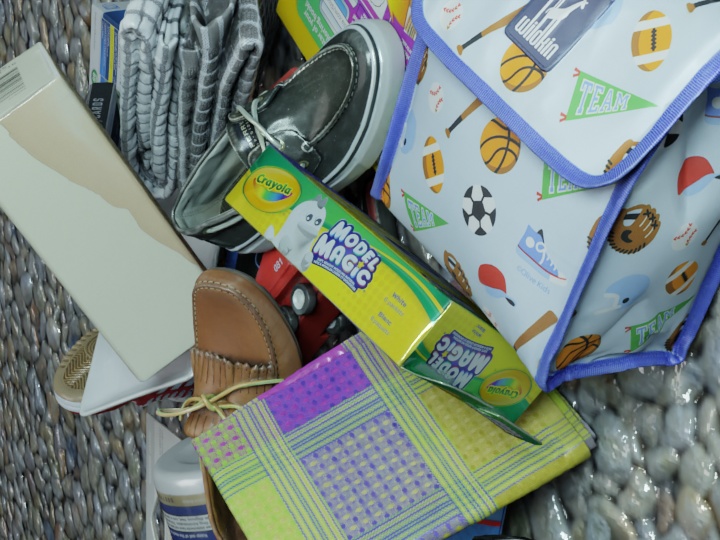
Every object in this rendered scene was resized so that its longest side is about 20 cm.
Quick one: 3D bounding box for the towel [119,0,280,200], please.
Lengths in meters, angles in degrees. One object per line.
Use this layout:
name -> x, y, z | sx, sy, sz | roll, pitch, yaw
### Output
towel -> -0.098, -0.158, 0.996 | 0.200, 0.085, 0.166 | 105, 178, -58

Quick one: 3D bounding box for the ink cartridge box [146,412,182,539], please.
ink cartridge box -> -0.128, 0.238, 1.272 | 0.176, 0.045, 0.201 | 28, 121, 54

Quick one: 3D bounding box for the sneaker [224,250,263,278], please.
sneaker -> -0.068, 0.046, 1.094 | 0.078, 0.070, 0.201 | 44, 134, 53

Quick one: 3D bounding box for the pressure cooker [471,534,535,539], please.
pressure cooker -> 0.097, 0.250, 0.752 | 0.200, 0.178, 0.177 | 31, 120, 54

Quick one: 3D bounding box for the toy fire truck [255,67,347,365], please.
toy fire truck -> -0.051, -0.021, 0.988 | 0.200, 0.049, 0.141 | -50, 53, 40

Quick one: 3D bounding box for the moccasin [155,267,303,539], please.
moccasin -> -0.081, 0.092, 0.944 | 0.073, 0.078, 0.202 | 18, 125, 24

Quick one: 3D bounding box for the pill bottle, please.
pill bottle -> -0.072, 0.218, 1.089 | 0.111, 0.111, 0.201 | 5, 114, 60

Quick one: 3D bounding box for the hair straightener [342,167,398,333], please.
hair straightener -> 0.000, 0.000, 0.991 | 0.077, 0.041, 0.201 | -26, 75, 59

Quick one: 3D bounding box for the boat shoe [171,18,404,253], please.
boat shoe -> -0.047, -0.072, 0.886 | 0.200, 0.071, 0.072 | -50, 54, 39

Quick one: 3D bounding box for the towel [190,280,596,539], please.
towel -> 0.020, 0.097, 0.846 | 0.144, 0.200, 0.023 | 53, 168, 35

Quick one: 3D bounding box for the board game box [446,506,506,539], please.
board game box -> 0.009, 0.182, 0.931 | 0.037, 0.151, 0.201 | -66, -15, -65

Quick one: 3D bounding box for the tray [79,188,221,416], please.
tray -> -0.139, 0.013, 1.074 | 0.107, 0.022, 0.201 | -21, 44, 31

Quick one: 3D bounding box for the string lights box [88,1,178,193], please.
string lights box -> -0.157, -0.141, 1.208 | 0.200, 0.059, 0.103 | 40, 131, 49

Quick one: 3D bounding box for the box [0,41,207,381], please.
box -> -0.172, -0.036, 0.953 | 0.200, 0.078, 0.095 | 56, 176, -30

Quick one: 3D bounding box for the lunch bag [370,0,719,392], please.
lunch bag -> 0.102, -0.072, 0.713 | 0.170, 0.123, 0.201 | 50, 136, 36

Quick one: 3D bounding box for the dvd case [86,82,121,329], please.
dvd case -> -0.199, -0.027, 1.187 | 0.151, 0.025, 0.201 | -95, 3, -55

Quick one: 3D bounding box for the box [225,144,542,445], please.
box -> 0.021, 0.015, 0.811 | 0.048, 0.117, 0.200 | -50, 50, 5

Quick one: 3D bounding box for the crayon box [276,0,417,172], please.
crayon box -> 0.031, -0.160, 0.879 | 0.200, 0.058, 0.173 | 60, 145, 34

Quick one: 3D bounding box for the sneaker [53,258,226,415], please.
sneaker -> -0.155, 0.082, 1.147 | 0.071, 0.200, 0.113 | 26, 130, 26
